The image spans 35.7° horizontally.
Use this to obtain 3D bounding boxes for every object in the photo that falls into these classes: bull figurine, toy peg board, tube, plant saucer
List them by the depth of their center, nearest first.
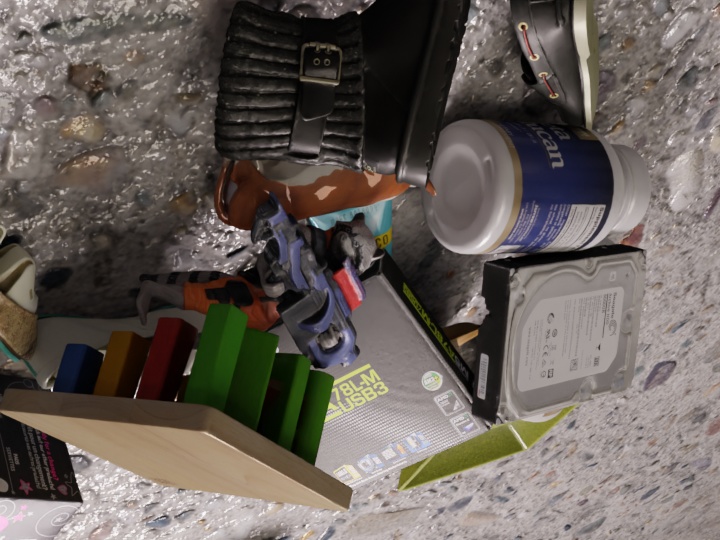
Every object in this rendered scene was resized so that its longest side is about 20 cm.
[{"bbox_3d":[-0.125,0.100,0.852,0.196,0.099,0.200,1,155,32],"label":"toy peg board"},{"bbox_3d":[-0.019,-0.088,0.866,0.197,0.065,0.122,-20,141,-17],"label":"bull figurine"},{"bbox_3d":[0.000,0.000,1.012,0.077,0.051,0.202,-25,142,-13],"label":"tube"},{"bbox_3d":[0.148,0.182,1.320,0.197,0.048,0.200,-13,156,-25],"label":"plant saucer"}]

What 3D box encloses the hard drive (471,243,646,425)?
[{"bbox_3d":[0.184,0.054,1.015,0.198,0.038,0.142,-6,106,-42],"label":"hard drive"}]

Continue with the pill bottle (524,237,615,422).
[{"bbox_3d":[0.206,0.057,1.177,0.109,0.112,0.202,-7,140,-30],"label":"pill bottle"}]

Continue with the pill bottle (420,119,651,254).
[{"bbox_3d":[0.159,-0.073,0.980,0.197,0.112,0.112,-2,137,-36],"label":"pill bottle"}]

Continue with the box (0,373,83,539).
[{"bbox_3d":[-0.333,0.196,0.919,0.114,0.133,0.200,13,127,-44],"label":"box"}]

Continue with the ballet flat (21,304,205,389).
[{"bbox_3d":[-0.187,0.070,0.935,0.197,0.070,0.070,-2,137,-36],"label":"ballet flat"}]

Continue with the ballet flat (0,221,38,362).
[{"bbox_3d":[-0.267,0.000,0.789,0.065,0.070,0.201,-41,151,-9],"label":"ballet flat"}]

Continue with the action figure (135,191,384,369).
[{"bbox_3d":[-0.077,-0.002,0.859,0.191,0.105,0.202,-19,139,-5],"label":"action figure"}]

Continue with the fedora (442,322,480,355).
[{"bbox_3d":[0.049,0.124,1.115,0.198,0.083,0.201,-25,170,-5],"label":"fedora"}]

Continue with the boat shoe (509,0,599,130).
[{"bbox_3d":[0.161,-0.175,0.901,0.062,0.075,0.201,0,162,17],"label":"boat shoe"}]

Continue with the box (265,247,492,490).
[{"bbox_3d":[-0.010,0.102,1.010,0.198,0.048,0.194,-26,119,21],"label":"box"}]

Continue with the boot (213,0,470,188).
[{"bbox_3d":[-0.010,-0.167,0.756,0.155,0.215,0.079,13,173,6],"label":"boot"}]

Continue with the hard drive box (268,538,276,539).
[{"bbox_3d":[-0.179,0.435,1.390,0.154,0.077,0.202,-9,140,-28],"label":"hard drive box"}]
